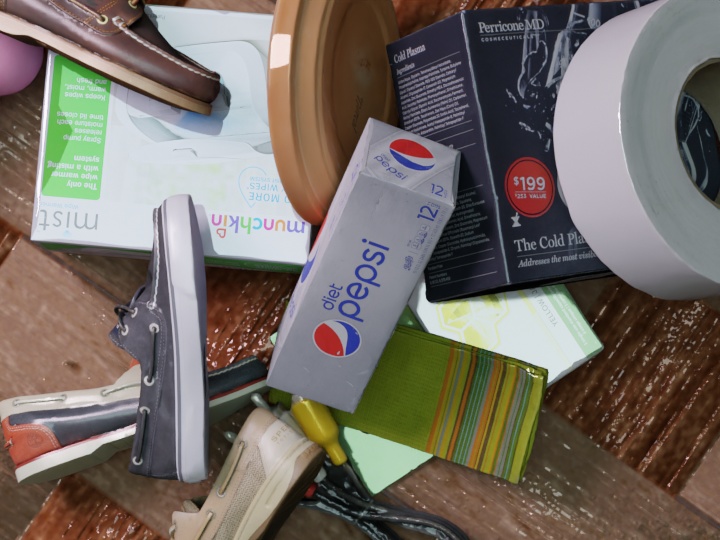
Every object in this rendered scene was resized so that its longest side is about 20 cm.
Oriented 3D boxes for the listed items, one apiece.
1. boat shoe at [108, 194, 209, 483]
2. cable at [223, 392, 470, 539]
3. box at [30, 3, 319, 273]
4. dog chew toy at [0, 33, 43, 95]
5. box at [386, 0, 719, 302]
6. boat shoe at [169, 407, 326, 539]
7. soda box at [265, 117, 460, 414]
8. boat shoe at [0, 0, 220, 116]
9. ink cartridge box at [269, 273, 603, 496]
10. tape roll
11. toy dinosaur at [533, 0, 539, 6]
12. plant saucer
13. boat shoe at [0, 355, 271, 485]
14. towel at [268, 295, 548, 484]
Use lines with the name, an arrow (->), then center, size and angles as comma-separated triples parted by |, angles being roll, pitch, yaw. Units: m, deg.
boat shoe -> -0.138, 0.048, 1.319 | 0.066, 0.070, 0.201 | -1, 107, 0
cable -> -0.014, 0.166, 1.394 | 0.200, 0.050, 0.097 | 45, 106, 2
box -> -0.124, -0.093, 1.392 | 0.199, 0.097, 0.178 | 6, 85, 2
dog chew toy -> -0.318, -0.138, 1.393 | 0.199, 0.125, 0.125 | -27, 87, -7
box -> 0.137, -0.084, 1.332 | 0.199, 0.104, 0.183 | -8, 86, -31
boat shoe -> -0.100, 0.186, 1.377 | 0.064, 0.071, 0.200 | 37, 107, 11
soda box -> 0.000, 0.000, 1.294 | 0.068, 0.064, 0.201 | 19, 129, -7
boat shoe -> -0.181, -0.170, 1.315 | 0.199, 0.070, 0.071 | 25, 91, 4
ink cartridge box -> 0.053, 0.051, 1.401 | 0.199, 0.048, 0.146 | -33, 87, -2
tape roll -> 0.226, -0.084, 1.281 | 0.202, 0.071, 0.204 | 5, 80, -31
toy dinosaur -> 0.228, -0.231, 1.357 | 0.199, 0.181, 0.106 | -18, 69, 19
plant saucer -> -0.012, -0.130, 1.335 | 0.032, 0.200, 0.202 | 4, 87, 21
boat shoe -> -0.162, 0.095, 1.398 | 0.199, 0.071, 0.063 | -19, 74, -2
towel -> 0.031, 0.084, 1.383 | 0.199, 0.018, 0.087 | 16, 104, 16
